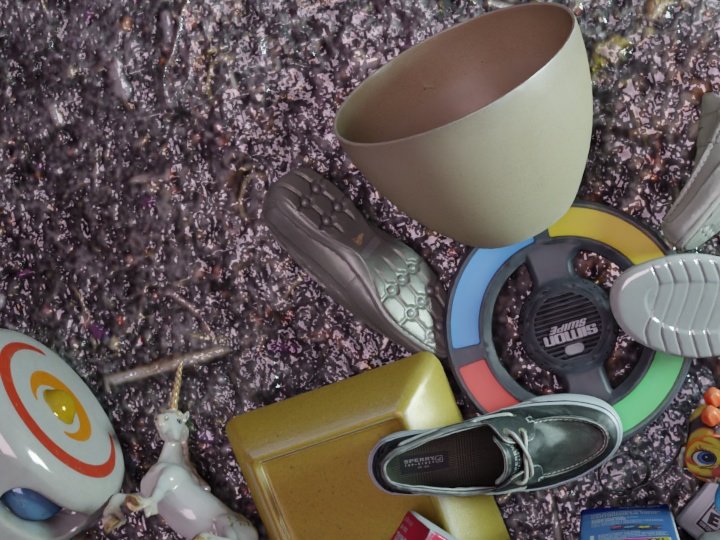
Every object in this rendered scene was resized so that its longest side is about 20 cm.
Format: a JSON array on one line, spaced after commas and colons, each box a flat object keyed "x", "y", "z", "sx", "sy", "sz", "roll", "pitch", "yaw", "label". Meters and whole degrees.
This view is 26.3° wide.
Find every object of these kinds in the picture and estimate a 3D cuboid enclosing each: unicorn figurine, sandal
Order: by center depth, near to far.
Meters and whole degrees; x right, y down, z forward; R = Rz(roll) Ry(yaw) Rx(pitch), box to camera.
[{"x": 0.288, "y": 0.021, "z": 1.183, "sx": 0.202, "sy": 0.050, "sz": 0.083, "roll": -2, "pitch": 106, "yaw": -5, "label": "sandal"}, {"x": -0.144, "y": 0.189, "z": 1.267, "sx": 0.074, "sy": 0.137, "sz": 0.200, "roll": -40, "pitch": 84, "yaw": 24, "label": "unicorn figurine"}]

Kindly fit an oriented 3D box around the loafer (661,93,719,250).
[{"x": 0.288, "y": -0.108, "z": 1.175, "sx": 0.070, "sy": 0.070, "sz": 0.200, "roll": 36, "pitch": 94, "yaw": 21, "label": "loafer"}]

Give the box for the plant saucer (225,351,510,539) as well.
[{"x": 0.002, "y": 0.191, "z": 1.251, "sx": 0.199, "sy": 0.048, "sz": 0.201, "roll": -20, "pitch": 95, "yaw": 20, "label": "plant saucer"}]

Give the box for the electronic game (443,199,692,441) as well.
[{"x": 0.165, "y": 0.044, "z": 1.220, "sx": 0.199, "sy": 0.042, "sz": 0.201, "roll": 0, "pitch": 89, "yaw": 9, "label": "electronic game"}]

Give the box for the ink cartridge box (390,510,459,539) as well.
[{"x": 0.049, "y": 0.308, "z": 1.167, "sx": 0.145, "sy": 0.083, "sz": 0.200, "roll": 34, "pitch": 86, "yaw": -13, "label": "ink cartridge box"}]

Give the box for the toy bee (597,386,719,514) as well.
[{"x": 0.282, "y": 0.139, "z": 1.133, "sx": 0.199, "sy": 0.109, "sz": 0.131, "roll": -10, "pitch": 45, "yaw": 0, "label": "toy bee"}]

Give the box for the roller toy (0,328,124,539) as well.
[{"x": -0.292, "y": 0.146, "z": 1.281, "sx": 0.140, "sy": 0.200, "sz": 0.183, "roll": -38, "pitch": 93, "yaw": 12, "label": "roller toy"}]

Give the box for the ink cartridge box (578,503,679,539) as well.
[{"x": 0.202, "y": 0.253, "z": 1.142, "sx": 0.076, "sy": 0.200, "sz": 0.137, "roll": -4, "pitch": 91, "yaw": 10, "label": "ink cartridge box"}]

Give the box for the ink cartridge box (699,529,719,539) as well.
[{"x": 0.310, "y": 0.245, "z": 1.091, "sx": 0.144, "sy": 0.200, "sz": 0.084, "roll": -3, "pitch": 94, "yaw": 16, "label": "ink cartridge box"}]

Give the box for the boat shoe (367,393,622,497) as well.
[{"x": 0.106, "y": 0.143, "z": 1.172, "sx": 0.199, "sy": 0.071, "sz": 0.072, "roll": -12, "pitch": 94, "yaw": -3, "label": "boat shoe"}]

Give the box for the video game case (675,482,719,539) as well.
[{"x": 0.378, "y": 0.188, "z": 1.185, "sx": 0.200, "sy": 0.022, "sz": 0.182, "roll": 39, "pitch": 101, "yaw": 12, "label": "video game case"}]

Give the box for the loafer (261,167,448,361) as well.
[{"x": 0.000, "y": 0.000, "z": 1.264, "sx": 0.200, "sy": 0.070, "sz": 0.070, "roll": 46, "pitch": 58, "yaw": 1, "label": "loafer"}]

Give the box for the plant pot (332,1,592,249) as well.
[{"x": 0.096, "y": -0.096, "z": 1.183, "sx": 0.200, "sy": 0.200, "sz": 0.135, "roll": -21, "pitch": 115, "yaw": 14, "label": "plant pot"}]
